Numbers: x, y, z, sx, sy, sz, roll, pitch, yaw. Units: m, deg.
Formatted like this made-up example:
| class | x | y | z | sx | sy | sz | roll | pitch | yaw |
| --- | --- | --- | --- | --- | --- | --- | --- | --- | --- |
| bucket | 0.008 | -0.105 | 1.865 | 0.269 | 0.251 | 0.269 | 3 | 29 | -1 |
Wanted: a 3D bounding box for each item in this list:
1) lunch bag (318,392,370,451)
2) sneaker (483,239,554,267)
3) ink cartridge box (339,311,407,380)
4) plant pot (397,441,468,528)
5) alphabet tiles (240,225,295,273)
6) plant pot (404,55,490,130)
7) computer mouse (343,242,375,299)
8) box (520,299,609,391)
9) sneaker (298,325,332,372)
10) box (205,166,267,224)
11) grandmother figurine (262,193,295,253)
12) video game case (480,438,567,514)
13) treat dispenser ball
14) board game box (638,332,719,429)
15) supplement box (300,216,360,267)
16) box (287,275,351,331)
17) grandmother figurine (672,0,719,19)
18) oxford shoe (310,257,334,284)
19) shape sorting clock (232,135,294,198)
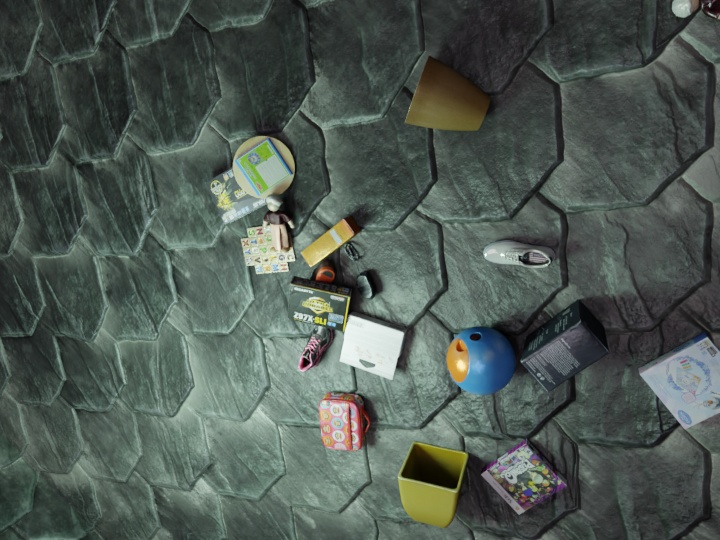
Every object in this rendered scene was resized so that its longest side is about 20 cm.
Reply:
| class | x | y | z | sx | sy | sz | roll | pitch | yaw |
| --- | --- | --- | --- | --- | --- | --- | --- | --- | --- |
| lunch bag | -0.051 | 0.531 | 1.918 | 0.176 | 0.082 | 0.200 | 0 | 105 | 17 |
| sneaker | 0.453 | -0.047 | 1.570 | 0.200 | 0.071 | 0.073 | 2 | 104 | 21 |
| ink cartridge box | 0.041 | 0.249 | 1.823 | 0.200 | 0.045 | 0.176 | 17 | 109 | 17 |
| plant pot | 0.239 | 0.719 | 1.796 | 0.195 | 0.194 | 0.200 | 7 | 111 | 19 |
| alphabet tiles | -0.323 | -0.073 | 1.901 | 0.200 | 0.006 | 0.167 | -5 | 101 | 22 |
| plant pot | 0.245 | -0.461 | 1.498 | 0.200 | 0.186 | 0.187 | 21 | 111 | 0 |
| computer mouse | 0.000 | 0.000 | 1.786 | 0.059 | 0.034 | 0.200 | -22 | 90 | 41 |
| box | 0.567 | 0.206 | 1.523 | 0.117 | 0.197 | 0.200 | 48 | 115 | 3 |
| sneaker | -0.161 | 0.268 | 1.880 | 0.079 | 0.095 | 0.200 | 28 | 111 | 14 |
| box | -0.412 | -0.270 | 1.861 | 0.200 | 0.049 | 0.161 | -22 | 97 | 23 |
| grandmother figurine | -0.274 | -0.157 | 1.807 | 0.121 | 0.061 | 0.200 | 0 | 117 | 12 |
| video game case | 0.520 | 0.663 | 1.750 | 0.181 | 0.036 | 0.200 | 46 | 115 | 3 |
| treat dispenser ball | 0.357 | 0.266 | 1.619 | 0.201 | 0.201 | 0.201 | 5 | 106 | 20 |
| board game box | 0.916 | 0.304 | 1.498 | 0.199 | 0.043 | 0.200 | -39 | 88 | 25 |
| supplement box | -0.098 | -0.093 | 1.776 | 0.200 | 0.067 | 0.069 | -38 | 89 | 25 |
| box | -0.137 | 0.111 | 1.806 | 0.200 | 0.049 | 0.160 | 13 | 130 | 3 |
| grandmother figurine | 0.839 | -0.637 | 1.268 | 0.200 | 0.061 | 0.121 | -6 | 75 | 25 |
| oxford shoe | -0.141 | 0.042 | 1.838 | 0.071 | 0.073 | 0.200 | 18 | 130 | -24 |
| shape sorting clock | -0.315 | -0.336 | 1.782 | 0.200 | 0.039 | 0.200 | -1 | 99 | -8 |
